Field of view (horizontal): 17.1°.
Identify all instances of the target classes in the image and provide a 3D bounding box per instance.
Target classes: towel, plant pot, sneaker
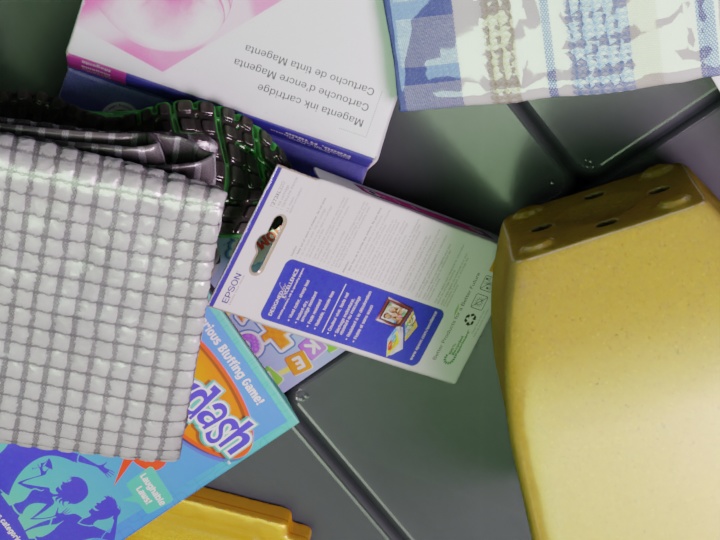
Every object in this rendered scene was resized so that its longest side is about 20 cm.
[{"bbox_3d":[0.108,-0.171,1.360,0.200,0.024,0.147,-6,99,17],"label":"towel"},{"bbox_3d":[-0.166,0.006,1.351,0.166,0.086,0.200,9,120,-3],"label":"towel"},{"bbox_3d":[0.168,0.053,1.408,0.194,0.196,0.200,-18,105,5],"label":"plant pot"},{"bbox_3d":[-0.136,-0.062,1.421,0.200,0.085,0.078,11,79,-5],"label":"sneaker"}]

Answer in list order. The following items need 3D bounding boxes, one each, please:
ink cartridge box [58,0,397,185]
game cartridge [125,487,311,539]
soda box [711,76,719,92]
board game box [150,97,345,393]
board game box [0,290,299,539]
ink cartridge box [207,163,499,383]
[{"bbox_3d":[-0.068,-0.141,1.422,0.196,0.043,0.200,18,100,-3],"label":"ink cartridge box"},{"bbox_3d":[-0.136,0.235,1.631,0.176,0.032,0.200,13,116,3],"label":"game cartridge"},{"bbox_3d":[0.253,-0.108,1.402,0.068,0.064,0.200,-29,107,19],"label":"soda box"},{"bbox_3d":[-0.084,-0.019,1.507,0.151,0.037,0.200,-35,105,19],"label":"board game box"},{"bbox_3d":[-0.161,0.086,1.471,0.200,0.045,0.152,-34,117,-1],"label":"board game box"},{"bbox_3d":[0.000,0.000,1.437,0.200,0.037,0.095,18,104,-40],"label":"ink cartridge box"}]
